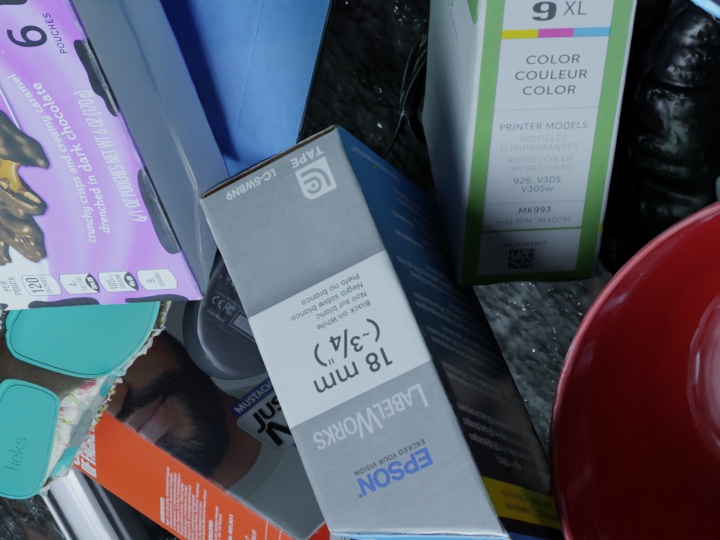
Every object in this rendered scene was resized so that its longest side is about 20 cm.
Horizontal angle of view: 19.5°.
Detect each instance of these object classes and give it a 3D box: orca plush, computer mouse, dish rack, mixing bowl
[{"bbox_3d":[0.127,-0.024,0.826,0.105,0.071,0.201,32,140,23],"label":"orca plush"},{"bbox_3d":[-0.008,-0.037,0.895,0.059,0.200,0.034,38,-175,-24],"label":"computer mouse"},{"bbox_3d":[-0.161,0.120,1.228,0.201,0.043,0.172,64,175,-18],"label":"dish rack"},{"bbox_3d":[0.174,0.053,0.782,0.199,0.108,0.201,3,104,10],"label":"mixing bowl"}]

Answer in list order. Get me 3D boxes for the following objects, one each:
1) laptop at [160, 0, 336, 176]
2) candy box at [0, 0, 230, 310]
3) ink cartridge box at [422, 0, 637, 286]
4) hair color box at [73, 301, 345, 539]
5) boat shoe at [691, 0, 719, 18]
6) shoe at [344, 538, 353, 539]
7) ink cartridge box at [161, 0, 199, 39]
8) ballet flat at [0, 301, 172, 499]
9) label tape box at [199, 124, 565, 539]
[{"bbox_3d":[-0.126,-0.114,0.845,0.188,0.199,0.116,106,149,-48],"label":"laptop"},{"bbox_3d":[-0.172,-0.062,0.851,0.199,0.072,0.168,-3,136,18],"label":"candy box"},{"bbox_3d":[0.061,-0.101,0.776,0.059,0.104,0.201,-4,134,-5],"label":"ink cartridge box"},{"bbox_3d":[-0.074,0.080,1.093,0.200,0.111,0.064,29,137,25],"label":"hair color box"},{"bbox_3d":[0.170,-0.112,0.714,0.199,0.084,0.069,31,141,-1],"label":"boat shoe"},{"bbox_3d":[0.072,0.181,1.060,0.091,0.072,0.200,-13,135,21],"label":"shoe"},{"bbox_3d":[-0.115,-0.154,0.959,0.146,0.085,0.200,46,145,6],"label":"ink cartridge box"},{"bbox_3d":[-0.142,0.032,1.004,0.075,0.064,0.200,25,132,-14],"label":"ballet flat"},{"bbox_3d":[0.024,0.060,0.786,0.063,0.144,0.201,-26,73,11],"label":"label tape box"}]
